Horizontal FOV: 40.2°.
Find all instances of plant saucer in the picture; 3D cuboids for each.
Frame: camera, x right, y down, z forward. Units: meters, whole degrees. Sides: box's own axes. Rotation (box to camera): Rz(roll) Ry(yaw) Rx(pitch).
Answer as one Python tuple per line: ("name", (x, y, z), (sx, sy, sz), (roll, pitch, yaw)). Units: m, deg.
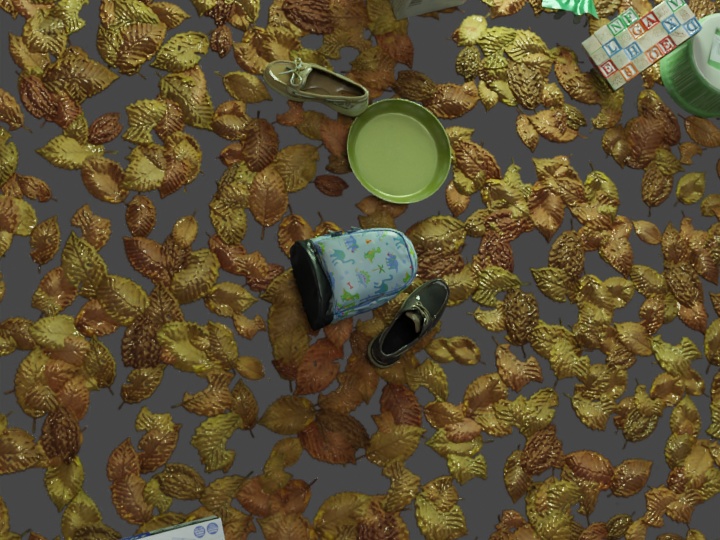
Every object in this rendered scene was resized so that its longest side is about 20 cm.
("plant saucer", (0.069, -0.217, 1.812), (0.199, 0.031, 0.201), (3, 79, -14))

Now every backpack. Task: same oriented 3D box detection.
("backpack", (0.000, 0.000, 1.704), (0.199, 0.154, 0.164), (-7, 74, -28))

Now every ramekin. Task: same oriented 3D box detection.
("ramekin", (0.717, -0.418, 1.983), (0.199, 0.098, 0.201), (3, 78, -13))

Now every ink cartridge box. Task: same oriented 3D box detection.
("ink cartridge box", (-0.318, 0.432, 1.547), (0.199, 0.094, 0.044), (-11, 81, -17))

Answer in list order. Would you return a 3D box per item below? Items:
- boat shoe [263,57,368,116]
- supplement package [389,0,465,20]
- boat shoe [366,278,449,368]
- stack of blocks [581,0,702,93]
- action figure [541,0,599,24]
("boat shoe", (-0.079, -0.340, 1.773), (0.199, 0.063, 0.074), (16, 74, 1))
("supplement package", (0.119, -0.606, 1.840), (0.150, 0.152, 0.201), (-17, 83, -16))
("boat shoe", (0.095, 0.093, 1.733), (0.074, 0.073, 0.200), (41, 72, -3))
("stack of blocks", (0.546, -0.454, 1.919), (0.200, 0.059, 0.115), (-35, 87, 13))
("action figure", (0.423, -0.592, 1.967), (0.118, 0.055, 0.201), (13, 69, -10))
